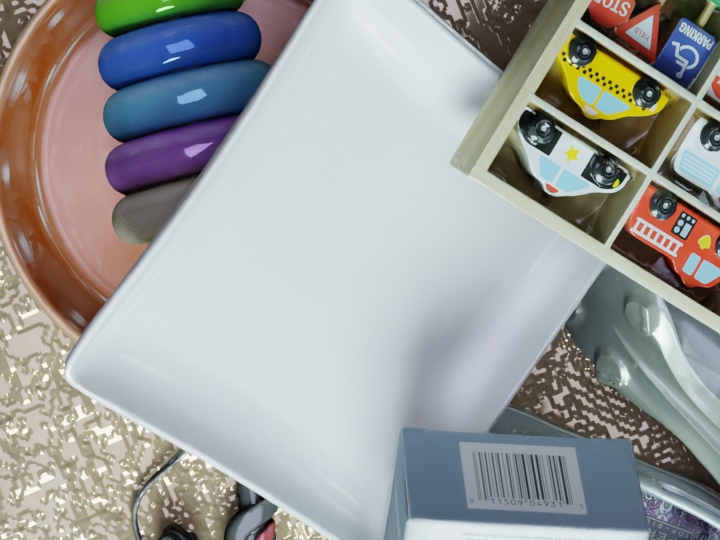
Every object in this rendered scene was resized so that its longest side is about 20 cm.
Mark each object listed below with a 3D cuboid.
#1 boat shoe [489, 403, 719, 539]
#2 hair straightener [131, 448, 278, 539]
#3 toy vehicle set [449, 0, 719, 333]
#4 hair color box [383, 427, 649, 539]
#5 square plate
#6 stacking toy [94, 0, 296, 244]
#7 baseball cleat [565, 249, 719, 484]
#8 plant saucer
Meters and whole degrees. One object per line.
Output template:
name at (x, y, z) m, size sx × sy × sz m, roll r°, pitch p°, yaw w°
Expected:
boat shoe at (0.082, 0.100, 1.112) m, size 0.200 × 0.072 × 0.070 m, roll 16°, pitch 93°, yaw -7°
hair straightener at (-0.069, 0.167, 1.118) m, size 0.077 × 0.041 × 0.201 m, roll -4°, pitch 95°, yaw -6°
toy vehicle set at (0.150, -0.046, 1.039) m, size 0.200 × 0.027 × 0.125 m, roll 30°, pitch 92°, yaw -21°
hair color box at (0.054, 0.163, 1.073) m, size 0.098 × 0.061 × 0.201 m, roll 4°, pitch 126°, yaw -6°
square plate at (0.000, 0.000, 1.033) m, size 0.198 × 0.028 × 0.200 m, roll 35°, pitch 90°, yaw -38°
stacking toy at (-0.082, -0.116, 1.048) m, size 0.085 × 0.085 × 0.201 m, roll -14°, pitch 91°, yaw -4°
baseball cleat at (0.163, 0.036, 1.126) m, size 0.106 × 0.070 × 0.200 m, roll -32°, pitch 81°, yaw -37°
plant saucer at (-0.062, -0.049, 1.107) m, size 0.199 × 0.032 × 0.201 m, roll -1°, pitch 95°, yaw -5°
